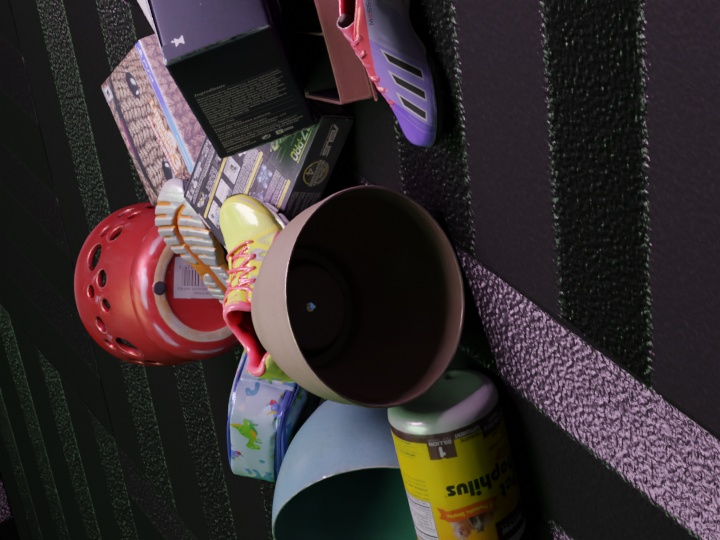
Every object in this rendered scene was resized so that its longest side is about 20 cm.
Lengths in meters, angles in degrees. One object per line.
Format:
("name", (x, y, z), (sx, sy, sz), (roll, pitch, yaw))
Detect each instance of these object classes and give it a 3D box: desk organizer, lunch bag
("desk organizer", (-0.043, -0.248, 1.565), (0.072, 0.076, 0.202), (-75, -29, -69))
("lunch bag", (-0.086, 0.123, 1.915), (0.082, 0.201, 0.162), (13, 141, 6))

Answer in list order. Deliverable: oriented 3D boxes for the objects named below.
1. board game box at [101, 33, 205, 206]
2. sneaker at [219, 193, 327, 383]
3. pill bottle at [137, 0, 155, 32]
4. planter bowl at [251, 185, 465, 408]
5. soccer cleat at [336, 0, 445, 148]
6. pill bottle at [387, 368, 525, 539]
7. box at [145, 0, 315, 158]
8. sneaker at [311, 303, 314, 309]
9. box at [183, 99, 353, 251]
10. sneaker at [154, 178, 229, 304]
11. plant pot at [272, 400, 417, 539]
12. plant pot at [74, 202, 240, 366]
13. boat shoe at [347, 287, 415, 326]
("board game box", (-0.202, -0.179, 1.988), (0.161, 0.096, 0.200), (66, 157, 0))
("sneaker", (-0.100, 0.017, 1.701), (0.078, 0.090, 0.202), (-35, 71, 40))
("pill bottle", (-0.192, -0.319, 1.817), (0.201, 0.109, 0.110), (60, 156, 15))
("planter bowl", (-0.020, 0.029, 1.626), (0.134, 0.199, 0.202), (-9, 104, 56))
("soccer cleat", (0.018, -0.196, 1.518), (0.068, 0.073, 0.202), (16, 126, 60))
("pill bottle", (0.097, 0.205, 1.680), (0.109, 0.108, 0.202), (25, 134, 57))
("box", (-0.126, -0.222, 1.629), (0.200, 0.103, 0.149), (64, -172, -67))
("sneaker", (-0.042, 0.022, 1.838), (0.199, 0.082, 0.071), (43, 117, 34))
("box", (-0.099, -0.115, 1.786), (0.161, 0.049, 0.201), (48, 125, 40))
("sneaker", (-0.164, -0.040, 1.971), (0.078, 0.078, 0.201), (10, 147, 35))
("plant pot", (0.000, 0.209, 1.830), (0.201, 0.198, 0.136), (95, 169, -49))
("plant pot", (-0.223, 0.019, 2.096), (0.182, 0.199, 0.202), (4, 116, 60))
("boat shoe", (-0.002, 0.001, 1.751), (0.200, 0.073, 0.069), (52, 149, 34))
